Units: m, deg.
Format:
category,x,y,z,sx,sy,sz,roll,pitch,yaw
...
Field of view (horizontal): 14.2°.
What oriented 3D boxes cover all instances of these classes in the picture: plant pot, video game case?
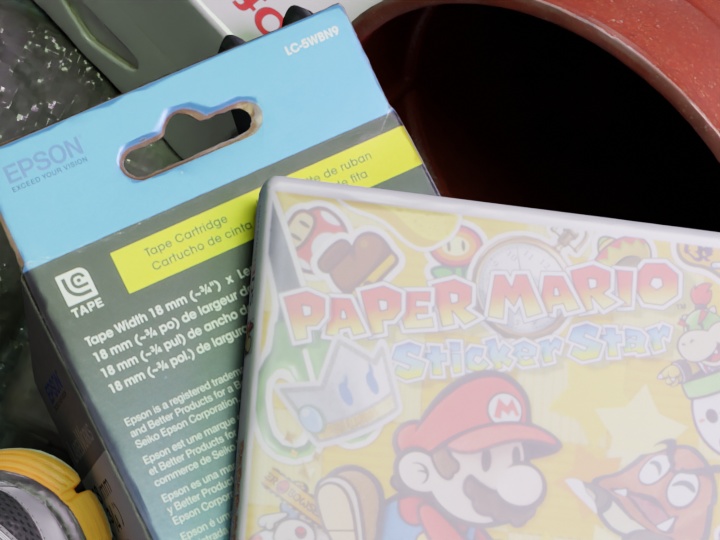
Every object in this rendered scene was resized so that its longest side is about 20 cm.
category,x,y,z,sx,sy,sz,roll,pitch,yaw
plant pot,0.117,-0.071,1.111,0.201,0.201,0.195,44,52,0
video game case,0.058,0.069,0.943,0.200,0.023,0.182,7,75,-11

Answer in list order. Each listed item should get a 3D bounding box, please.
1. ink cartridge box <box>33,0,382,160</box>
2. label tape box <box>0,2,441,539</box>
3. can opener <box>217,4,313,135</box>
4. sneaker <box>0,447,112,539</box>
category,x,y,z,sx,sy,sz,roll,pitch,yaw
ink cartridge box,-0.031,-0.157,1.141,0.147,0.083,0.200,46,59,1
label tape box,-0.029,0.031,0.979,0.144,0.063,0.200,-24,82,-17
can opener,0.000,0.000,1.058,0.063,0.079,0.200,-35,109,-20
sneaker,-0.106,0.162,0.948,0.077,0.078,0.200,-30,101,-67
